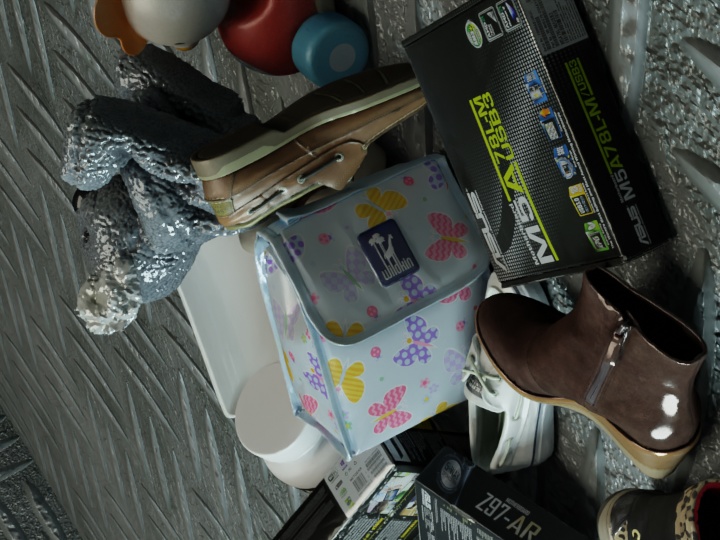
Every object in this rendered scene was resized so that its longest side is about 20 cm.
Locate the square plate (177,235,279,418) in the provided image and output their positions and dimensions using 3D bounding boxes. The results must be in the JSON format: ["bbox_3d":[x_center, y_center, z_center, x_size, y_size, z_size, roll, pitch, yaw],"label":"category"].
[{"bbox_3d":[-0.063,0.017,1.567,0.028,0.200,0.198,-67,-42,-75],"label":"square plate"}]

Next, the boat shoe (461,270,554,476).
[{"bbox_3d":[0.114,0.086,1.344,0.074,0.067,0.200,40,147,49],"label":"boat shoe"}]

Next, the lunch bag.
[{"bbox_3d":[0.016,0.024,1.370,0.127,0.169,0.200,32,141,56],"label":"lunch bag"}]

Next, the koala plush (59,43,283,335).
[{"bbox_3d":[-0.169,-0.048,1.425,0.184,0.177,0.200,29,121,-4],"label":"koala plush"}]

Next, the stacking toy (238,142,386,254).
[{"bbox_3d":[0.000,0.000,1.489,0.200,0.146,0.146,56,164,-23],"label":"stacking toy"}]

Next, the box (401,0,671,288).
[{"bbox_3d":[0.115,-0.093,1.177,0.200,0.047,0.193,68,158,-4],"label":"box"}]

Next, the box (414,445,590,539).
[{"bbox_3d":[0.123,0.250,1.431,0.160,0.044,0.200,31,152,25],"label":"box"}]

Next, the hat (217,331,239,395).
[{"bbox_3d":[-0.062,0.043,1.660,0.081,0.201,0.201,-17,98,32],"label":"hat"}]

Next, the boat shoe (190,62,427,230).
[{"bbox_3d":[-0.030,-0.097,1.320,0.072,0.200,0.068,-130,17,-69],"label":"boat shoe"}]

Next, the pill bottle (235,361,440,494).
[{"bbox_3d":[-0.018,0.150,1.535,0.200,0.112,0.112,30,-166,-49],"label":"pill bottle"}]

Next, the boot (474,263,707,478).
[{"bbox_3d":[0.157,0.042,1.173,0.200,0.072,0.166,40,156,28],"label":"boot"}]

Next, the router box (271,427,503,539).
[{"bbox_3d":[0.012,0.222,1.497,0.200,0.149,0.051,-51,51,24],"label":"router box"}]

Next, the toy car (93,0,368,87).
[{"bbox_3d":[-0.128,-0.223,1.409,0.184,0.200,0.177,42,149,49],"label":"toy car"}]

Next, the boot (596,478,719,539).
[{"bbox_3d":[0.246,0.236,1.185,0.200,0.073,0.151,68,160,9],"label":"boot"}]
